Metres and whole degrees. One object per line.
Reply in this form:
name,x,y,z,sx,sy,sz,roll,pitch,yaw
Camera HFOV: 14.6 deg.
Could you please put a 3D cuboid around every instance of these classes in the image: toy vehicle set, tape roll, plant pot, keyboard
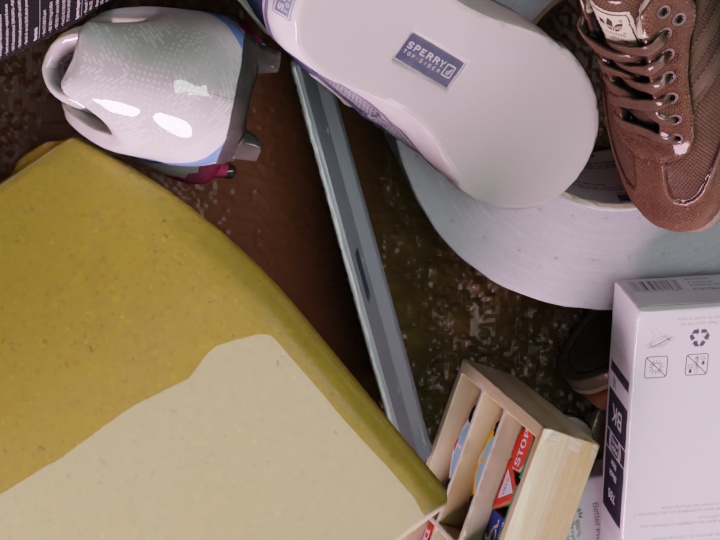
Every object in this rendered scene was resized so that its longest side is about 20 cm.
toy vehicle set,0.040,0.148,1.212,0.026,0.124,0.200,17,96,-16
tape roll,0.106,-0.086,1.193,0.200,0.066,0.201,-4,114,-8
plant pot,-0.110,0.058,1.130,0.194,0.196,0.200,-35,96,-5
keyboard,0.000,0.000,1.211,0.011,0.056,0.200,-12,104,13

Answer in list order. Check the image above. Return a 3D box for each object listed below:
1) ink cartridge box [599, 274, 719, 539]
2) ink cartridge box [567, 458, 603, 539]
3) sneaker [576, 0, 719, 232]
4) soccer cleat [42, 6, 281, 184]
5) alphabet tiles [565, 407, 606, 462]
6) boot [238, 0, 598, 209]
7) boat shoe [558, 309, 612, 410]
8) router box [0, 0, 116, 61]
ink cartridge box,0.155,0.099,1.216,0.099,0.039,0.200,-3,111,-13
ink cartridge box,0.174,0.124,1.273,0.199,0.037,0.095,-9,99,-10
sneaker,0.109,-0.101,1.096,0.075,0.070,0.200,-28,125,-42
soccer cleat,-0.081,-0.076,1.107,0.086,0.200,0.070,14,88,-6
alphabet tiles,0.147,0.148,1.296,0.200,0.015,0.196,-18,104,-10
boot,0.015,-0.096,1.106,0.073,0.090,0.200,-50,139,4
boat shoe,0.185,0.009,1.249,0.200,0.072,0.068,-35,119,2
router box,-0.189,-0.164,1.067,0.149,0.051,0.200,-29,70,-21
